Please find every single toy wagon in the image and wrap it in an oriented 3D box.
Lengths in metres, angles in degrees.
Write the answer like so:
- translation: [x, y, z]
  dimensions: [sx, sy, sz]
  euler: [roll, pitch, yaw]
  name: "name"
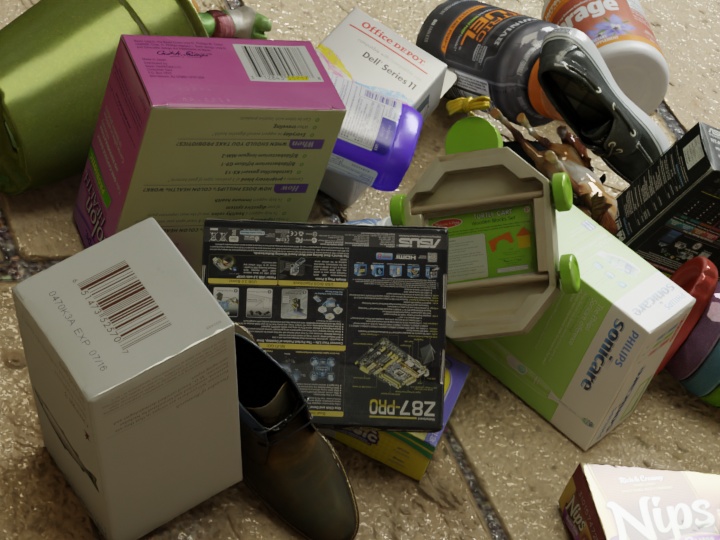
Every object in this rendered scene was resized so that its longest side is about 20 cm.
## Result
- translation: [0.102, -0.045, 1.529]
  dimensions: [0.154, 0.040, 0.202]
  euler: [-7, 79, 17]
  name: "toy wagon"

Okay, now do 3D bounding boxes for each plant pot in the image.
- translation: [-0.255, -0.159, 1.600]
  dimensions: [0.189, 0.201, 0.200]
  euler: [-34, 64, -32]
  name: "plant pot"

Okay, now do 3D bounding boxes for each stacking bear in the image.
- translation: [0.358, 0.086, 1.659]
  dimensions: [0.199, 0.122, 0.114]
  euler: [32, 13, -4]
  name: "stacking bear"

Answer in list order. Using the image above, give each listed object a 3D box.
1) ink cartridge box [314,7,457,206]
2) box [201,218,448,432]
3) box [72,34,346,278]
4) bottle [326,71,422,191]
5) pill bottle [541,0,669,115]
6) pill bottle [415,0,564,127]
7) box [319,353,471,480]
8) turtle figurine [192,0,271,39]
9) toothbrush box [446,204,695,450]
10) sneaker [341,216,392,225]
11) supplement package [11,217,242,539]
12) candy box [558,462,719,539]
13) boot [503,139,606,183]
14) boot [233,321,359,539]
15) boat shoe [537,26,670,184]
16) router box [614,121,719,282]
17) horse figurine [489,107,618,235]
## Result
- translation: [0.003, -0.172, 1.760]
  dimensions: [0.117, 0.068, 0.200]
  euler: [33, 60, 13]
  name: "ink cartridge box"
- translation: [-0.030, 0.044, 1.453]
  dimensions: [0.198, 0.049, 0.163]
  euler: [1, 80, 0]
  name: "box"
- translation: [-0.131, -0.090, 1.544]
  dimensions: [0.174, 0.201, 0.097]
  euler: [-2, 44, -27]
  name: "box"
- translation: [-0.045, -0.141, 1.645]
  dimensions: [0.198, 0.065, 0.084]
  euler: [21, 51, -6]
  name: "bottle"
- translation: [0.260, -0.257, 1.998]
  dimensions: [0.111, 0.113, 0.201]
  euler: [7, 41, -18]
  name: "pill bottle"
- translation: [0.150, -0.205, 1.832]
  dimensions: [0.105, 0.107, 0.199]
  euler: [-8, 21, -32]
  name: "pill bottle"
- translation: [-0.016, 0.083, 1.526]
  dimensions: [0.198, 0.049, 0.118]
  euler: [24, 38, 4]
  name: "box"
- translation: [-0.148, -0.250, 1.772]
  dimensions: [0.193, 0.199, 0.145]
  euler: [-24, 91, -47]
  name: "turtle figurine"
- translation: [0.168, 0.032, 1.595]
  dimensions: [0.200, 0.146, 0.086]
  euler: [39, 41, 21]
  name: "toothbrush box"
- translation: [0.000, 0.000, 1.582]
  dimensions: [0.076, 0.077, 0.200]
  euler: [-4, 10, 10]
  name: "sneaker"
- translation: [-0.163, 0.085, 1.310]
  dimensions: [0.117, 0.201, 0.117]
  euler: [-28, 57, -21]
  name: "supplement package"
- translation: [0.272, 0.224, 1.496]
  dimensions: [0.198, 0.057, 0.117]
  euler: [8, 41, -19]
  name: "candy box"
- translation: [0.153, -0.066, 1.759]
  dimensions: [0.197, 0.074, 0.163]
  euler: [19, 40, -17]
  name: "boot"
- translation: [-0.065, 0.125, 1.371]
  dimensions: [0.074, 0.097, 0.201]
  euler: [-34, 88, -7]
  name: "boot"
- translation: [0.227, -0.140, 1.730]
  dimensions: [0.200, 0.068, 0.057]
  euler: [49, 46, -26]
  name: "boat shoe"
- translation: [0.348, -0.047, 1.730]
  dimensions: [0.199, 0.150, 0.063]
  euler: [18, 45, -30]
  name: "router box"
- translation: [0.194, -0.084, 1.696]
  dimensions: [0.132, 0.050, 0.201]
  euler: [35, 17, -37]
  name: "horse figurine"
